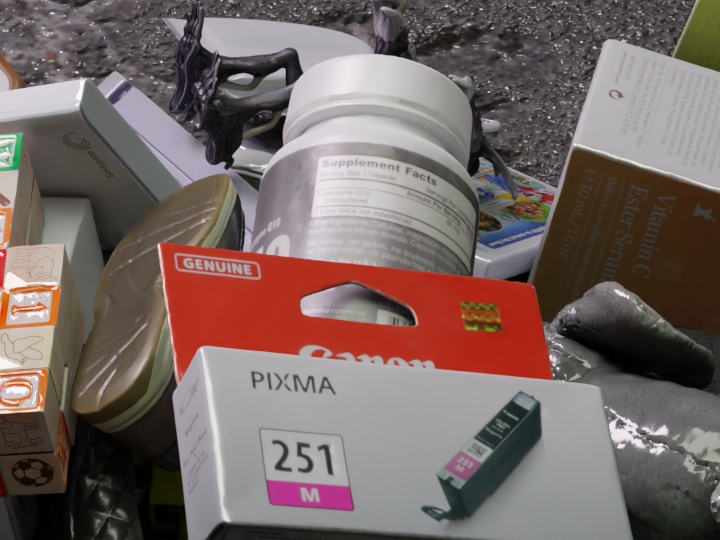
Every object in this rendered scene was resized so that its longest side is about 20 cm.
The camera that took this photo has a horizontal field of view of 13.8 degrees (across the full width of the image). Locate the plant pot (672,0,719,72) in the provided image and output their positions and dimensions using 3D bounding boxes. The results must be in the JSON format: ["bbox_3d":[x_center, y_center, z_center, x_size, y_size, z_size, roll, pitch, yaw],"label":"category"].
[{"bbox_3d":[0.298,-0.125,1.764,0.200,0.187,0.187,25,41,7],"label":"plant pot"}]

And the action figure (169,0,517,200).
[{"bbox_3d":[0.002,-0.094,1.651,0.200,0.102,0.119,10,29,-20],"label":"action figure"}]

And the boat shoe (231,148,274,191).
[{"bbox_3d":[-0.033,-0.007,1.660,0.200,0.071,0.064,26,45,31],"label":"boat shoe"}]

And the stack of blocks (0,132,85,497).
[{"bbox_3d":[-0.198,0.021,1.481,0.115,0.059,0.200,-5,44,5],"label":"stack of blocks"}]

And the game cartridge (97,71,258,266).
[{"bbox_3d":[-0.124,-0.017,1.657,0.130,0.038,0.200,-46,49,-3],"label":"game cartridge"}]

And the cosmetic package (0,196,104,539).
[{"bbox_3d":[-0.202,0.052,1.544,0.101,0.074,0.200,3,44,12],"label":"cosmetic package"}]

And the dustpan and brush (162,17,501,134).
[{"bbox_3d":[-0.010,-0.107,1.771,0.200,0.057,0.140,-1,19,-14],"label":"dustpan and brush"}]

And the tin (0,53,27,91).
[{"bbox_3d":[-0.252,-0.093,1.752,0.112,0.042,0.200,-31,33,-9],"label":"tin"}]

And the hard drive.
[{"bbox_3d":[-0.206,-0.046,1.612,0.200,0.132,0.027,-7,57,24],"label":"hard drive"}]

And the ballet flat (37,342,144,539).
[{"bbox_3d":[-0.123,0.126,1.465,0.057,0.066,0.200,11,54,-27],"label":"ballet flat"}]

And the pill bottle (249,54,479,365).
[{"bbox_3d":[0.000,0.000,1.481,0.114,0.114,0.200,4,58,5],"label":"pill bottle"}]

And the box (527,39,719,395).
[{"bbox_3d":[0.197,-0.008,1.572,0.200,0.152,0.106,17,39,5],"label":"box"}]

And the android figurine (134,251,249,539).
[{"bbox_3d":[-0.042,0.075,1.525,0.182,0.041,0.200,2,57,2],"label":"android figurine"}]

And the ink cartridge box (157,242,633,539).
[{"bbox_3d":[0.014,0.057,1.346,0.200,0.044,0.174,6,53,-22],"label":"ink cartridge box"}]

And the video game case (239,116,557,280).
[{"bbox_3d":[0.031,-0.048,1.727,0.200,0.018,0.143,25,24,30],"label":"video game case"}]

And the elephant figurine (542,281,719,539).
[{"bbox_3d":[0.113,0.075,1.466,0.200,0.155,0.141,38,42,15],"label":"elephant figurine"}]

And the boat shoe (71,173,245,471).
[{"bbox_3d":[-0.091,0.027,1.490,0.072,0.066,0.201,-25,25,24],"label":"boat shoe"}]
